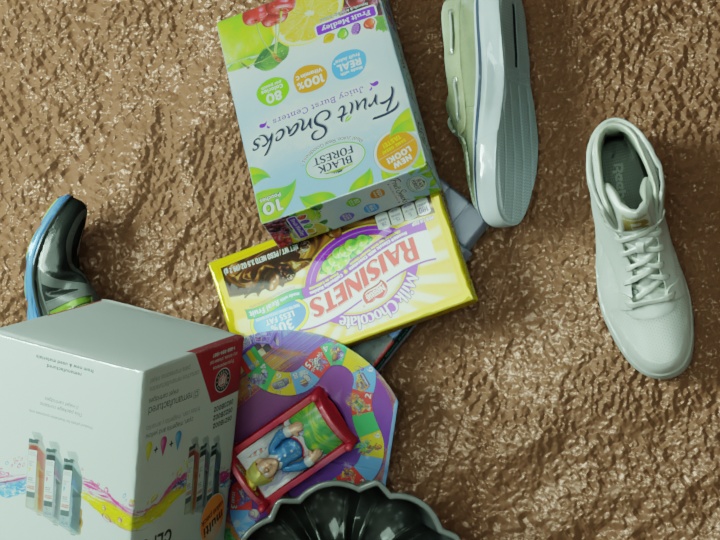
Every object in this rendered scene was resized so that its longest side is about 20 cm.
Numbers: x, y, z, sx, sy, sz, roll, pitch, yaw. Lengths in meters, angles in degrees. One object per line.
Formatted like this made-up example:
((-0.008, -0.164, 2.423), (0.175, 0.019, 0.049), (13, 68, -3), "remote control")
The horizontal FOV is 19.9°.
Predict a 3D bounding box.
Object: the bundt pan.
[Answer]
((-0.012, 0.253, 1.585), (0.200, 0.076, 0.204), (-1, 97, -6), "bundt pan")

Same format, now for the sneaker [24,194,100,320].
((-0.233, 0.039, 1.689), (0.082, 0.071, 0.202), (-2, 86, 6), "sneaker")

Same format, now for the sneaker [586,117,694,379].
((0.210, -0.017, 1.578), (0.073, 0.116, 0.202), (-14, 81, 8), "sneaker")

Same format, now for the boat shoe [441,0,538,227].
((0.101, -0.131, 1.650), (0.062, 0.072, 0.202), (-8, 74, 33), "boat shoe")

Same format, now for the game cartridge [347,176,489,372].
((0.000, 0.000, 1.664), (0.129, 0.038, 0.201), (39, 91, 19), "game cartridge")

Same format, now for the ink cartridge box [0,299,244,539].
((-0.191, 0.144, 1.570), (0.144, 0.145, 0.202), (13, 105, 26), "ink cartridge box")

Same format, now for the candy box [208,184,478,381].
((-0.015, 0.009, 1.637), (0.198, 0.026, 0.103), (-20, 82, 9), "candy box")

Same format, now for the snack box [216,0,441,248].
((-0.027, -0.134, 1.650), (0.141, 0.053, 0.201), (-20, 61, 10), "snack box")

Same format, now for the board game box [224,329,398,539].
((-0.057, 0.150, 1.619), (0.156, 0.039, 0.202), (10, 102, 6), "board game box")
